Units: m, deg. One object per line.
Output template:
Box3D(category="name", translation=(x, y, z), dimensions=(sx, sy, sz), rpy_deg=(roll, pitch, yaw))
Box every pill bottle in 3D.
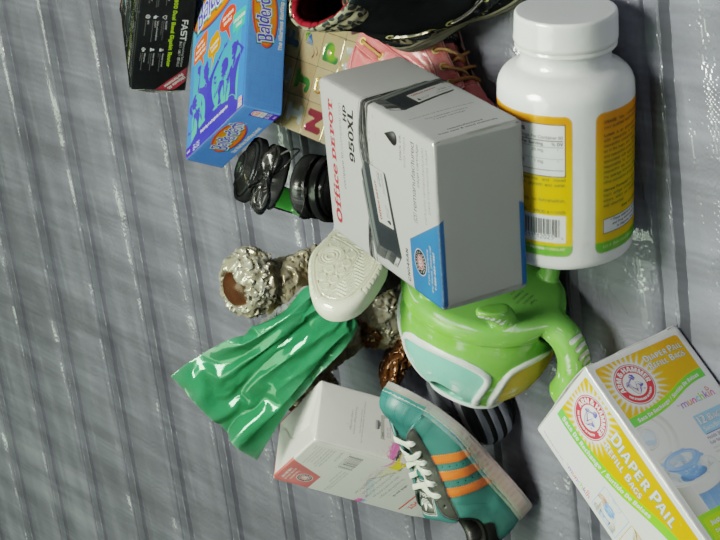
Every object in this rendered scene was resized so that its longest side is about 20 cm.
Box3D(category="pill bottle", translation=(0.164, -0.113, 1.470), dimensions=(0.111, 0.110, 0.202), rpy_deg=(27, 129, 47))

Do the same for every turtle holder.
Box3D(category="turtle holder", translation=(0.122, 0.051, 1.622), dimensions=(0.184, 0.141, 0.133), rpy_deg=(8, 125, 5))

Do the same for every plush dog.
Box3D(category="plush dog", translation=(-0.019, 0.034, 1.834), dimensions=(0.171, 0.161, 0.201), rpy_deg=(-2, 122, 38))

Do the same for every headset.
Box3D(category="headset", translation=(-0.072, -0.075, 1.789), dimensions=(0.200, 0.122, 0.095), rpy_deg=(66, -142, -75))

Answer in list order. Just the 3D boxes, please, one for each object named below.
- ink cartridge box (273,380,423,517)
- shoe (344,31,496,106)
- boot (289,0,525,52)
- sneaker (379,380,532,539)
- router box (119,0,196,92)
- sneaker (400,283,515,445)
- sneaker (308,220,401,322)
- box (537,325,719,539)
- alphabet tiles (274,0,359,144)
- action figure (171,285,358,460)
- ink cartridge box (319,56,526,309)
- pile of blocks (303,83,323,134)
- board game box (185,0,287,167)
Box3D(category="ink cartridge box", translation=(0.027, 0.183, 1.822), dimensions=(0.116, 0.199, 0.068), rpy_deg=(134, 148, -55))
Box3D(category="shoe", translation=(0.075, -0.169, 1.609), dimensions=(0.199, 0.071, 0.092), rpy_deg=(27, 108, 28))
Box3D(category="boot", translation=(0.054, -0.241, 1.487), dimensions=(0.203, 0.153, 0.074), rpy_deg=(-29, 73, 37))
Box3D(category="sneaker", translation=(0.076, 0.189, 1.716), dimensions=(0.200, 0.080, 0.071), rpy_deg=(46, 167, -23))
Box3D(category="router box", translation=(-0.208, -0.309, 1.913), dimensions=(0.151, 0.062, 0.201), rpy_deg=(-105, 21, -45))
Box3D(category="sneaker", translation=(0.073, 0.075, 1.752), dimensions=(0.087, 0.074, 0.201), rpy_deg=(-20, 91, 63))
Box3D(category="sneaker", translation=(0.001, 0.000, 1.656), dimensions=(0.201, 0.076, 0.112), rpy_deg=(-84, -14, -48))
Box3D(category="box", translation=(0.253, 0.164, 1.491), dimensions=(0.201, 0.112, 0.102), rpy_deg=(57, 145, 21))
Box3D(category="alphabet tiles", translation=(-0.036, -0.211, 1.752), dimensions=(0.199, 0.006, 0.168), rpy_deg=(27, 106, 49))
Box3D(category="action figure", translation=(-0.071, 0.075, 1.765), dimensions=(0.200, 0.055, 0.118), rpy_deg=(-42, 104, 16))
Box3D(category="ink cartridge box", translation=(0.049, -0.076, 1.506), dimensions=(0.200, 0.084, 0.146), rpy_deg=(37, 137, 56))
Box3D(category="pile of blocks", translation=(0.000, -0.117, 1.760), dimensions=(0.200, 0.062, 0.083), rpy_deg=(42, 139, 37))
Box3D(category="board game box", translation=(-0.122, -0.223, 1.817), dimensions=(0.152, 0.045, 0.202), rpy_deg=(-34, 49, 58))
